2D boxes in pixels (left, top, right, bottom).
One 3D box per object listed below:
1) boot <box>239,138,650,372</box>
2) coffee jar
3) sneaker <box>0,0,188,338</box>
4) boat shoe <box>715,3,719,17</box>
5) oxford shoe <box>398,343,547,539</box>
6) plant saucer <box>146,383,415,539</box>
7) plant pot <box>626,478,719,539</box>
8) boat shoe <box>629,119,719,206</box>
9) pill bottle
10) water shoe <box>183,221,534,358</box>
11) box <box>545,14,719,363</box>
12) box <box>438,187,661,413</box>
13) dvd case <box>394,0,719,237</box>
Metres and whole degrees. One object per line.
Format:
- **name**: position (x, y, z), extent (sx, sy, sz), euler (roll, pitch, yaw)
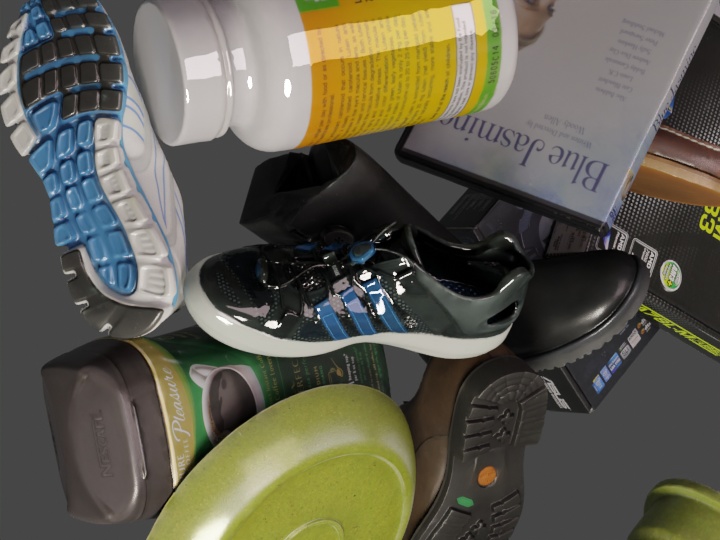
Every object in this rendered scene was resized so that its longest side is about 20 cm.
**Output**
- **boot**: position (0.051, -0.016, 1.308), extent (0.200, 0.165, 0.066), euler (43, 36, -29)
- **coffee jar**: position (-0.083, 0.074, 1.243), extent (0.200, 0.085, 0.104), euler (-15, 98, -38)
- **sneaker**: position (-0.141, -0.061, 1.221), extent (0.087, 0.075, 0.200), euler (-10, 86, -74)
- **boat shoe**: position (0.219, -0.240, 1.503), extent (0.071, 0.072, 0.200), euler (-35, 120, -43)
- **oxford shoe**: position (0.055, 0.120, 1.341), extent (0.073, 0.084, 0.200), euler (-3, 124, -33)
- **plant saucer**: position (-0.039, 0.156, 1.247), extent (0.200, 0.031, 0.200), euler (-27, 137, -28)
- **plant pot**: position (0.196, 0.269, 1.411), extent (0.184, 0.200, 0.200), euler (-39, 113, -19)
- **boat shoe**: position (0.142, -0.093, 1.355), extent (0.070, 0.200, 0.070), euler (51, 58, -69)
- **pill bottle**: position (-0.022, -0.128, 1.242), extent (0.200, 0.111, 0.111), euler (-13, 98, -23)
- **water shoe**: position (0.000, 0.000, 1.221), extent (0.200, 0.079, 0.072), euler (2, 46, -26)
- **box**: position (0.228, -0.058, 1.457), extent (0.193, 0.048, 0.200), euler (29, 73, -31)
- **box**: position (0.155, -0.030, 1.457), extent (0.200, 0.044, 0.160), euler (-47, 117, -29)
- **dvd case**: position (0.124, -0.131, 1.328), extent (0.200, 0.143, 0.018), euler (-63, 158, -13)
